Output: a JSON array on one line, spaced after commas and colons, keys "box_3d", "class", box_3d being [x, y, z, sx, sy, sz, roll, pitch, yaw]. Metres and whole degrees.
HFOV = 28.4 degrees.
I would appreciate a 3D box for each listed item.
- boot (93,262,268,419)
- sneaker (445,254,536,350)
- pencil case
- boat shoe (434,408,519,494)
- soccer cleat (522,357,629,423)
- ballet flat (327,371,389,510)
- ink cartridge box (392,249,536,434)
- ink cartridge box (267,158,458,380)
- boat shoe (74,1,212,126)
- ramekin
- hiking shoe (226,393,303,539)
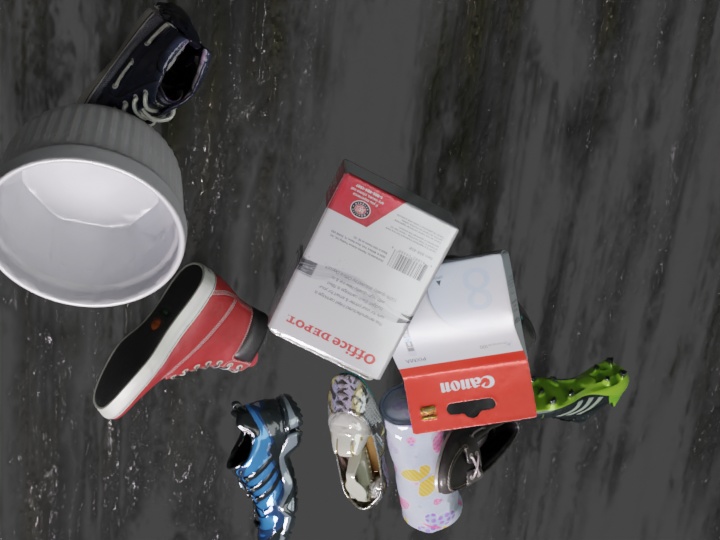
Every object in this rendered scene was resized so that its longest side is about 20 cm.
[{"box_3d": [-0.194, 0.107, 1.598, 0.200, 0.072, 0.144, -50, 130, -1], "class": "boot"}, {"box_3d": [0.160, 0.059, 1.767, 0.076, 0.079, 0.200, -50, 130, 4], "class": "sneaker"}, {"box_3d": [0.077, 0.237, 1.815, 0.082, 0.091, 0.201, -9, 123, 5], "class": "pencil case"}, {"box_3d": [0.148, 0.225, 1.796, 0.200, 0.056, 0.068, -36, 127, -61], "class": "boat shoe"}, {"box_3d": [0.273, 0.176, 1.907, 0.198, 0.068, 0.082, -12, 132, -25], "class": "soccer cleat"}, {"box_3d": [-0.004, 0.220, 1.759, 0.072, 0.072, 0.202, -24, 126, -16], "class": "ballet flat"}, {"box_3d": [0.111, 0.087, 1.669, 0.159, 0.047, 0.202, -10, 91, 18], "class": "ink cartridge box"}, {"box_3d": [0.000, 0.000, 1.607, 0.143, 0.084, 0.201, 26, 102, -9], "class": "ink cartridge box"}, {"box_3d": [-0.223, -0.166, 1.413, 0.074, 0.093, 0.201, 23, 104, -37], "class": "boat shoe"}, {"box_3d": [-0.266, -0.070, 1.394, 0.198, 0.106, 0.201, 0, 136, 0], "class": "ramekin"}, {"box_3d": [-0.123, 0.243, 1.720, 0.086, 0.074, 0.202, -3, 108, -20], "class": "hiking shoe"}]
